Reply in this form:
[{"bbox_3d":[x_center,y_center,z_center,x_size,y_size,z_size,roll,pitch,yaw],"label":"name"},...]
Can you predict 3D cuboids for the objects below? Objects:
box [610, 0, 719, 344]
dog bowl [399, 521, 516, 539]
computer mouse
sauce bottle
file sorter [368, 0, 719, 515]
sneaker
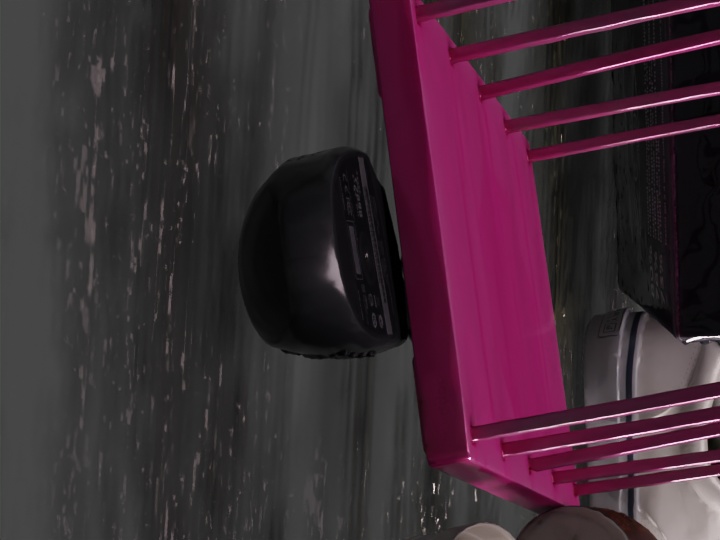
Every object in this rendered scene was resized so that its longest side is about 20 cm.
[{"bbox_3d":[0.163,-0.055,0.929,0.200,0.104,0.148,-84,171,-84],"label":"box"},{"bbox_3d":[0.007,0.170,0.642,0.200,0.059,0.200,0,90,-71],"label":"dog bowl"},{"bbox_3d":[0.000,0.000,0.677,0.200,0.034,0.059,14,66,-75],"label":"computer mouse"},{"bbox_3d":[0.081,0.118,0.804,0.200,0.066,0.066,49,44,-72],"label":"sauce bottle"},{"bbox_3d":[0.093,-0.006,0.727,0.200,0.125,0.139,35,46,-72],"label":"file sorter"},{"bbox_3d":[0.138,0.114,0.989,0.073,0.071,0.200,-47,133,-62],"label":"sneaker"}]
